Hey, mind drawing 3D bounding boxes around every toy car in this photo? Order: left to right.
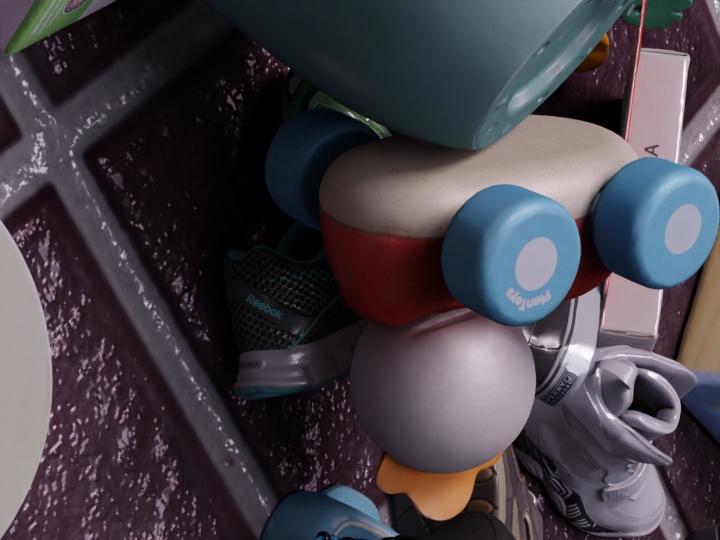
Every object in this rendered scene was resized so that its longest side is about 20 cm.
[{"bbox_3d":[0.058,0.028,0.856,0.176,0.184,0.201,-12,115,-34],"label":"toy car"}]

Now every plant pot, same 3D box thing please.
[{"bbox_3d":[0.038,-0.154,0.782,0.161,0.201,0.200,44,47,9],"label":"plant pot"}]

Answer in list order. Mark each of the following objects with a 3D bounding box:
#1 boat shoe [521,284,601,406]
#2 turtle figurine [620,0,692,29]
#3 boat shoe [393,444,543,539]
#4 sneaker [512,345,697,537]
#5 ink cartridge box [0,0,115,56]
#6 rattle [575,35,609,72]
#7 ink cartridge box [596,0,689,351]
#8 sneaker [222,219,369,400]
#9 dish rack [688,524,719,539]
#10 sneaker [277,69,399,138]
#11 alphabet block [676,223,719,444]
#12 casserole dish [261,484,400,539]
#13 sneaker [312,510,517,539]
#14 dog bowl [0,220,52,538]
[{"bbox_3d":[0.103,0.003,1.028,0.068,0.074,0.200,28,38,-11],"label":"boat shoe"},{"bbox_3d":[0.173,-0.265,1.118,0.150,0.100,0.201,61,14,-53],"label":"turtle figurine"},{"bbox_3d":[0.069,0.154,1.007,0.073,0.074,0.201,-20,109,-58],"label":"boat shoe"},{"bbox_3d":[0.169,0.113,1.077,0.200,0.115,0.075,45,56,-35],"label":"sneaker"},{"bbox_3d":[-0.096,-0.204,0.785,0.084,0.145,0.200,49,47,1],"label":"ink cartridge box"},{"bbox_3d":[0.085,-0.133,1.036,0.130,0.143,0.200,21,51,3],"label":"rattle"},{"bbox_3d":[0.185,-0.052,1.097,0.174,0.043,0.201,78,21,-74],"label":"ink cartridge box"},{"bbox_3d":[0.000,0.000,0.937,0.200,0.077,0.092,-25,101,-47],"label":"sneaker"},{"bbox_3d":[0.347,0.211,1.241,0.200,0.153,0.055,19,60,-46],"label":"dish rack"},{"bbox_3d":[0.036,-0.076,0.977,0.199,0.078,0.086,14,76,-45],"label":"sneaker"},{"bbox_3d":[0.375,0.046,1.249,0.195,0.196,0.201,43,57,-38],"label":"alphabet block"},{"bbox_3d":[-0.016,0.216,0.923,0.121,0.039,0.201,36,61,-40],"label":"casserole dish"},{"bbox_3d":[0.015,0.168,0.879,0.200,0.073,0.082,-29,108,-45],"label":"sneaker"},{"bbox_3d":[-0.226,0.045,0.680,0.200,0.079,0.201,6,82,-47],"label":"dog bowl"}]
